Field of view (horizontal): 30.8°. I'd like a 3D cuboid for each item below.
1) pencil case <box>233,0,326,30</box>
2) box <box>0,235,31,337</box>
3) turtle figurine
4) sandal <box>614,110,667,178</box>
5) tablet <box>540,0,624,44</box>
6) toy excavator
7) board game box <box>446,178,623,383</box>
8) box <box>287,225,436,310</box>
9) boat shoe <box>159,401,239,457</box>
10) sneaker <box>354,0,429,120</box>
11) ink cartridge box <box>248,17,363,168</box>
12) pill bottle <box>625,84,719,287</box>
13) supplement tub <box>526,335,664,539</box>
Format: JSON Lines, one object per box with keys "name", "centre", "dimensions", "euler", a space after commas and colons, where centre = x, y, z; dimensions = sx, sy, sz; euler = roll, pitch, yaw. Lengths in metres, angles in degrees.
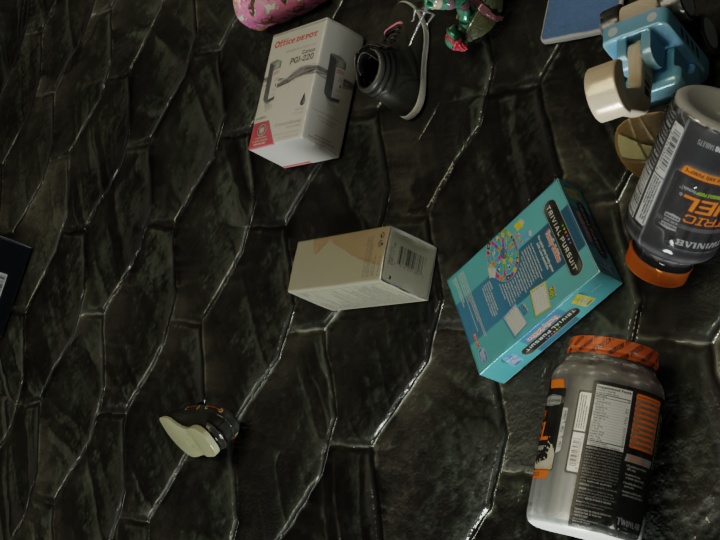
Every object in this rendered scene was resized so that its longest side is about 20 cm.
{"name": "pencil case", "centre": [-0.130, -0.463, 2.168], "dimensions": [0.199, 0.082, 0.087], "euler": [-13, 64, 48]}
{"name": "box", "centre": [-0.808, 0.017, 2.733], "dimensions": [0.196, 0.123, 0.202], "euler": [12, 83, 51]}
{"name": "turtle figurine", "centre": [0.153, -0.371, 1.767], "dimensions": [0.200, 0.100, 0.150], "euler": [-51, 0, 19]}
{"name": "sandal", "centre": [0.374, -0.142, 1.413], "dimensions": [0.198, 0.054, 0.081], "euler": [-9, 93, 32]}
{"name": "tablet", "centre": [0.297, -0.390, 1.663], "dimensions": [0.130, 0.014, 0.202], "euler": [-1, 73, 50]}
{"name": "toy excavator", "centre": [0.309, -0.216, 1.407], "dimensions": [0.099, 0.194, 0.202], "euler": [-17, 54, 35]}
{"name": "board game box", "centre": [0.203, 0.014, 1.553], "dimensions": [0.200, 0.047, 0.152], "euler": [-44, 43, 29]}
{"name": "box", "centre": [0.000, 0.000, 1.773], "dimensions": [0.199, 0.094, 0.079], "euler": [-7, 67, 48]}
{"name": "boat shoe", "centre": [-0.246, 0.239, 1.987], "dimensions": [0.063, 0.074, 0.201], "euler": [-41, 17, -26]}
{"name": "sneaker", "centre": [0.041, -0.321, 1.873], "dimensions": [0.070, 0.099, 0.202], "euler": [-29, 51, 42]}
{"name": "ink cartridge box", "centre": [-0.084, -0.273, 2.017], "dimensions": [0.145, 0.084, 0.202], "euler": [-6, 67, 49]}
{"name": "pill bottle", "centre": [0.340, -0.081, 1.353], "dimensions": [0.107, 0.105, 0.201], "euler": [-121, 37, -46]}
{"name": "supplement tub", "centre": [0.248, 0.176, 1.357], "dimensions": [0.122, 0.122, 0.202], "euler": [-3, 70, 50]}
